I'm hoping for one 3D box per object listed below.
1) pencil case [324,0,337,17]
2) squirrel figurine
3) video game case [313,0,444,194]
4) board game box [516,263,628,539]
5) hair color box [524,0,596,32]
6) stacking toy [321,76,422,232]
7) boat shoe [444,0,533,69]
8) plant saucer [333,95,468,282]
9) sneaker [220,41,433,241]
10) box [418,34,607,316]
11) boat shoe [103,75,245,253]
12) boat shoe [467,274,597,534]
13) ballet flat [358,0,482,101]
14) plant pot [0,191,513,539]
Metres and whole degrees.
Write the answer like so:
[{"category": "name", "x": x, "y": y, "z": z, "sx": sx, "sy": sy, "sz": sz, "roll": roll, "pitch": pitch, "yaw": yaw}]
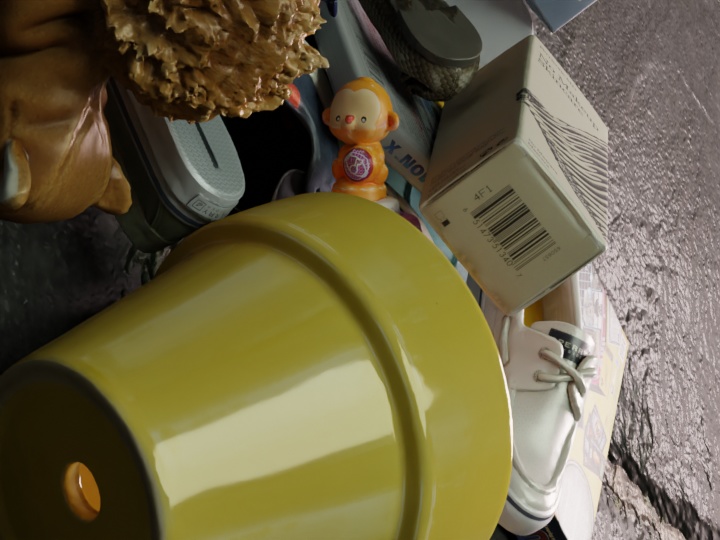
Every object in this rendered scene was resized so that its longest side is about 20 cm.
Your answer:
[{"category": "pencil case", "x": -0.083, "y": -0.215, "z": 1.160, "sx": 0.092, "sy": 0.085, "sz": 0.201, "roll": 122, "pitch": -49, "yaw": -75}, {"category": "squirrel figurine", "x": -0.120, "y": -0.115, "z": 0.980, "sx": 0.141, "sy": 0.199, "sz": 0.188, "roll": 10, "pitch": 82, "yaw": -67}, {"category": "video game case", "x": 0.027, "y": -0.107, "z": 1.300, "sx": 0.182, "sy": 0.022, "sz": 0.201, "roll": 40, "pitch": 22, "yaw": -41}, {"category": "board game box", "x": 0.125, "y": 0.078, "z": 1.440, "sx": 0.136, "sy": 0.034, "sz": 0.201, "roll": 62, "pitch": 32, "yaw": -38}, {"category": "hair color box", "x": 0.114, "y": -0.242, "z": 1.416, "sx": 0.061, "sy": 0.099, "sz": 0.200, "roll": 50, "pitch": 6, "yaw": -34}, {"category": "stacking toy", "x": 0.000, "y": 0.000, "z": 1.155, "sx": 0.110, "sy": 0.115, "sz": 0.202, "roll": -14, "pitch": 107, "yaw": -60}, {"category": "boat shoe", "x": 0.035, "y": -0.208, "z": 1.386, "sx": 0.200, "sy": 0.071, "sz": 0.070, "roll": 50, "pitch": -4, "yaw": -3}, {"category": "plant saucer", "x": 0.037, "y": -0.027, "z": 1.362, "sx": 0.200, "sy": 0.027, "sz": 0.202, "roll": 32, "pitch": 52, "yaw": -51}, {"category": "sneaker", "x": -0.026, "y": -0.031, "z": 1.218, "sx": 0.201, "sy": 0.075, "sz": 0.085, "roll": 56, "pitch": 33, "yaw": -13}, {"category": "box", "x": 0.088, "y": -0.057, "z": 1.211, "sx": 0.082, "sy": 0.068, "sz": 0.200, "roll": 50, "pitch": 19, "yaw": -14}, {"category": "boat shoe", "x": -0.122, "y": -0.103, "z": 1.090, "sx": 0.072, "sy": 0.062, "sz": 0.201, "roll": 15, "pitch": 47, "yaw": -56}, {"category": "boat shoe", "x": 0.104, "y": 0.058, "z": 1.299, "sx": 0.071, "sy": 0.070, "sz": 0.201, "roll": 32, "pitch": 42, "yaw": -27}, {"category": "ballet flat", "x": 0.019, "y": -0.165, "z": 1.282, "sx": 0.067, "sy": 0.047, "sz": 0.201, "roll": -4, "pitch": 44, "yaw": -24}, {"category": "plant pot", "x": -0.063, "y": 0.079, "z": 1.009, "sx": 0.188, "sy": 0.200, "sz": 0.202, "roll": -17, "pitch": 93, "yaw": -45}]
